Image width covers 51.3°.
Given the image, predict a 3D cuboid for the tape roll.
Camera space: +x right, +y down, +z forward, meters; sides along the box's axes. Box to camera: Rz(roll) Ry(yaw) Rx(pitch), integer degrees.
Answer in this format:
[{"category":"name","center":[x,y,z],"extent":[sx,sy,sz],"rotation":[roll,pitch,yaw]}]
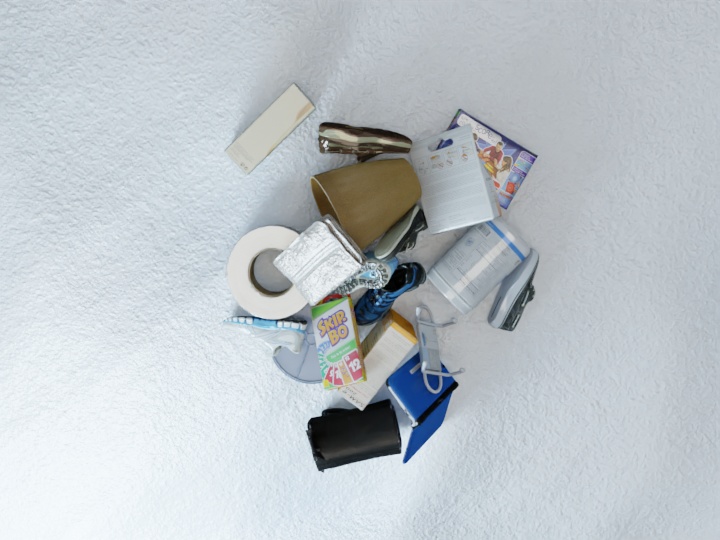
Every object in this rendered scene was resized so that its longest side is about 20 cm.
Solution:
[{"category":"tape roll","center":[-0.189,0.001,1.624],"extent":[0.200,0.071,0.205],"rotation":[0,96,-1]}]

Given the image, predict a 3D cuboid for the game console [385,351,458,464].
[{"category":"game console","center":[0.124,0.295,1.667],"extent":[0.171,0.200,0.118],"rotation":[53,126,6]}]

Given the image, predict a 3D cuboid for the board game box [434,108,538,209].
[{"category":"board game box","center":[0.265,-0.240,1.621],"extent":[0.199,0.034,0.136],"rotation":[29,99,-8]}]

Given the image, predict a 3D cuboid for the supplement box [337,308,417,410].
[{"category":"supplement box","center":[0.034,0.193,1.660],"extent":[0.073,0.126,0.201],"rotation":[37,98,-9]}]

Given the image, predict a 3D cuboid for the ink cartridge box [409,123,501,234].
[{"category":"ink cartridge box","center":[0.196,-0.189,1.579],"extent":[0.161,0.050,0.202],"rotation":[-12,92,36]}]

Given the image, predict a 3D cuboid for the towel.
[{"category":"towel","center":[-0.085,-0.017,1.520],"extent":[0.133,0.034,0.200],"rotation":[48,131,-3]}]

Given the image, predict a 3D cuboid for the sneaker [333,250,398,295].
[{"category":"sneaker","center":[0.000,0.000,1.616],"extent":[0.198,0.090,0.079],"rotation":[-1,114,38]}]

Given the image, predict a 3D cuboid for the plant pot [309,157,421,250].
[{"category":"plant pot","center":[0.021,-0.154,1.570],"extent":[0.199,0.186,0.188],"rotation":[-27,103,-9]}]

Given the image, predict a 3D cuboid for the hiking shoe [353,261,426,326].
[{"category":"hiking shoe","center":[0.048,0.044,1.633],"extent":[0.200,0.087,0.075],"rotation":[-42,65,15]}]

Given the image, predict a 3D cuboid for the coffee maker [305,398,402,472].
[{"category":"coffee maker","center":[-0.010,0.372,1.664],"extent":[0.198,0.192,0.136],"rotation":[-14,89,-1]}]

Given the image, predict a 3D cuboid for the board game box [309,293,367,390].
[{"category":"board game box","center":[-0.050,0.149,1.615],"extent":[0.095,0.030,0.202],"rotation":[-17,72,19]}]

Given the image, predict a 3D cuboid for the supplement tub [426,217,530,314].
[{"category":"supplement tub","center":[0.255,-0.018,1.621],"extent":[0.132,0.132,0.200],"rotation":[43,98,-10]}]

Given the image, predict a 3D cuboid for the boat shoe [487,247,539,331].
[{"category":"boat shoe","center":[0.356,0.044,1.678],"extent":[0.070,0.072,0.201],"rotation":[19,111,-15]}]

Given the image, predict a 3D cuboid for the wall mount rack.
[{"category":"wall mount rack","center":[0.155,0.158,1.621],"extent":[0.074,0.173,0.202],"rotation":[-21,66,36]}]

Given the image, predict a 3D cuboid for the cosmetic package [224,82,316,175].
[{"category":"cosmetic package","center":[-0.185,-0.295,1.556],"extent":[0.200,0.105,0.071],"rotation":[-42,102,8]}]

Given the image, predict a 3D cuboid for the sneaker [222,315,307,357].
[{"category":"sneaker","center":[-0.214,0.145,1.637],"extent":[0.198,0.075,0.088],"rotation":[5,93,20]}]

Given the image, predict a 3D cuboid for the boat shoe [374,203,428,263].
[{"category":"boat shoe","center":[0.093,-0.069,1.578],"extent":[0.071,0.200,0.068],"rotation":[-20,110,36]}]

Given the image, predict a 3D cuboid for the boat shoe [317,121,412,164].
[{"category":"boat shoe","center":[0.008,-0.263,1.593],"extent":[0.200,0.075,0.076],"rotation":[10,113,3]}]

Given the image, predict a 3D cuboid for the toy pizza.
[{"category":"toy pizza","center":[-0.109,0.153,1.682],"extent":[0.198,0.032,0.203],"rotation":[0,91,2]}]
